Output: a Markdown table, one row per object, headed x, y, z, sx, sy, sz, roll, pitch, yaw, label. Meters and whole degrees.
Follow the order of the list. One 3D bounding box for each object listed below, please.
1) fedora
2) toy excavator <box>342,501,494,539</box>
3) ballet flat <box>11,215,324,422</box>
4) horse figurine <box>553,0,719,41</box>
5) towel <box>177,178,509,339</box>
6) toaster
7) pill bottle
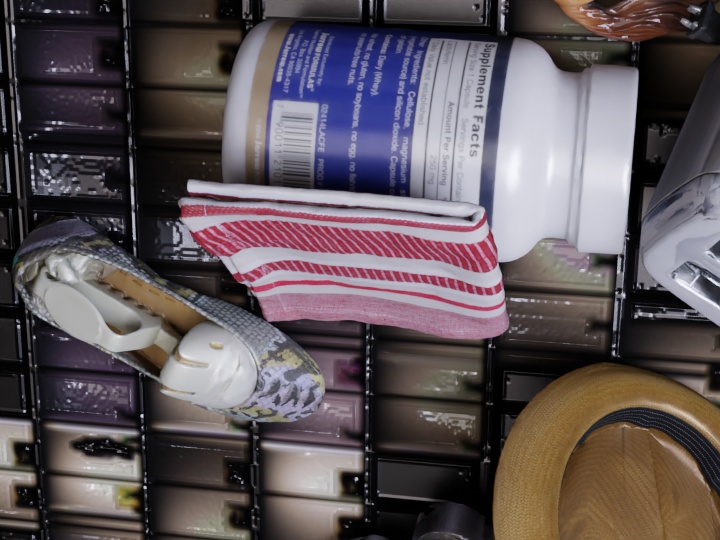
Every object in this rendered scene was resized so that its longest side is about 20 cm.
| x | y | z | sx | sy | sz | roll | pitch | yaw | label |
| --- | --- | --- | --- | --- | --- | --- | --- | --- | --- |
| 0.145 | 0.153 | 0.715 | 0.200 | 0.201 | 0.082 | 35 | 147 | -1 | fedora |
| 0.093 | 0.233 | 0.764 | 0.194 | 0.100 | 0.200 | -26 | 117 | 34 | toy excavator |
| -0.117 | 0.040 | 0.765 | 0.200 | 0.072 | 0.072 | 30 | 110 | 1 | ballet flat |
| 0.111 | -0.195 | 0.658 | 0.132 | 0.050 | 0.200 | -23 | 101 | 16 | horse figurine |
| 0.000 | 0.000 | 0.672 | 0.144 | 0.200 | 0.023 | 4 | 75 | 10 | towel |
| 0.220 | -0.033 | 0.619 | 0.200 | 0.114 | 0.129 | 33 | 66 | -4 | toaster |
| 0.038 | -0.064 | 0.678 | 0.199 | 0.116 | 0.116 | 6 | 108 | 9 | pill bottle |
